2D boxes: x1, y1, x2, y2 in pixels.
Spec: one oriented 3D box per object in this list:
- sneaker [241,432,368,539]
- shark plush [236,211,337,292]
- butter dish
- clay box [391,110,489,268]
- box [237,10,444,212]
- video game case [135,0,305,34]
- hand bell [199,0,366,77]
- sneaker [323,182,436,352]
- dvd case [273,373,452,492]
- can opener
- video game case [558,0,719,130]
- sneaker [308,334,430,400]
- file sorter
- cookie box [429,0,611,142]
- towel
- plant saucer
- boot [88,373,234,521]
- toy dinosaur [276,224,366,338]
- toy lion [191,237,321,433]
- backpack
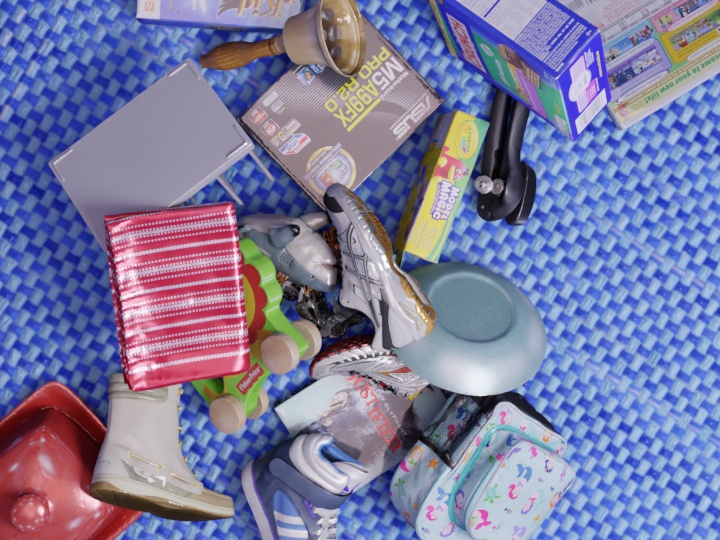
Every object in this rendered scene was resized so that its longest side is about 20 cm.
[{"bbox_3d":[-0.044,0.292,1.348,0.146,0.081,0.201,-27,89,24],"label":"sneaker"},{"bbox_3d":[-0.121,-0.021,1.317,0.199,0.091,0.084,2,104,15],"label":"shark plush"},{"bbox_3d":[-0.373,0.266,1.313,0.199,0.148,0.200,-41,95,0],"label":"butter dish"},{"bbox_3d":[0.088,-0.087,1.340,0.047,0.115,0.201,19,93,-8],"label":"clay box"},{"bbox_3d":[-0.024,-0.191,1.362,0.200,0.044,0.160,-44,94,-1],"label":"box"},{"bbox_3d":[-0.162,-0.380,1.343,0.199,0.045,0.182,3,94,-4],"label":"video game case"},{"bbox_3d":[-0.104,-0.263,1.314,0.199,0.104,0.105,-5,94,29],"label":"hand bell"},{"bbox_3d":[0.000,0.000,1.261,0.088,0.076,0.200,-32,84,16],"label":"sneaker"},{"bbox_3d":[0.014,0.175,1.396,0.200,0.022,0.146,-32,95,-3],"label":"dvd case"},{"bbox_3d":[0.177,-0.156,1.377,0.063,0.079,0.201,3,89,32],"label":"can opener"},{"bbox_3d":[0.361,-0.301,1.393,0.200,0.022,0.182,-31,94,-2],"label":"video game case"},{"bbox_3d":[0.038,0.118,1.346,0.199,0.078,0.083,-2,94,-4],"label":"sneaker"},{"bbox_3d":[-0.222,-0.110,1.299,0.200,0.125,0.139,-37,68,-1],"label":"file sorter"},{"bbox_3d":[0.179,-0.258,1.275,0.200,0.171,0.075,42,88,24],"label":"cookie box"},{"bbox_3d":[-0.199,0.030,1.237,0.144,0.022,0.201,-8,107,-12],"label":"towel"},{"bbox_3d":[0.127,0.054,1.324,0.200,0.202,0.039,7,137,-8],"label":"plant saucer"},{"bbox_3d":[-0.226,0.214,1.350,0.200,0.072,0.155,26,54,-40],"label":"boot"},{"bbox_3d":[-0.062,0.020,1.362,0.200,0.102,0.136,-42,79,28],"label":"toy dinosaur"},{"bbox_3d":[-0.153,0.064,1.325,0.192,0.069,0.200,47,125,10],"label":"toy lion"},{"bbox_3d":[0.141,0.246,1.336,0.200,0.151,0.177,-49,131,7],"label":"backpack"}]
